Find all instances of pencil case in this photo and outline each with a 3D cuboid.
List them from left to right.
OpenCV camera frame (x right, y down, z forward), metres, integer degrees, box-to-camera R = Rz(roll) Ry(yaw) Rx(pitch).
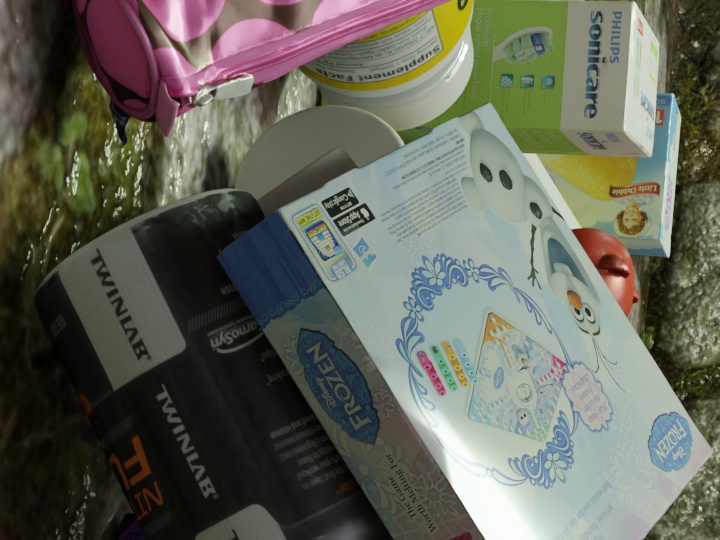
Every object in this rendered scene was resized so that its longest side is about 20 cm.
[{"bbox_3d":[-0.028,-0.131,0.761,0.200,0.094,0.091,-27,148,-23],"label":"pencil case"}]

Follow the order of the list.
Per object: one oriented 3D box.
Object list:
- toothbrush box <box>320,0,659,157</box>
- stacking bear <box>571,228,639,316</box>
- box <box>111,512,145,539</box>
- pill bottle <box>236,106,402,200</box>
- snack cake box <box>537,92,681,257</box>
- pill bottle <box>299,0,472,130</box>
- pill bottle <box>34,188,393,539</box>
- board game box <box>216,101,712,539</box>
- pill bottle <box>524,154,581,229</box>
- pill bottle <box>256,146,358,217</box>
[{"bbox_3d":[0.089,-0.125,1.145,0.146,0.199,0.086,10,85,-73],"label":"toothbrush box"},{"bbox_3d":[0.083,0.007,1.157,0.122,0.199,0.114,63,35,-61],"label":"stacking bear"},{"bbox_3d":[-0.063,0.230,0.838,0.106,0.122,0.201,-65,153,-52],"label":"box"},{"bbox_3d":[0.000,0.000,0.993,0.200,0.114,0.115,67,31,-58],"label":"pill bottle"},{"bbox_3d":[0.143,-0.078,1.347,0.067,0.199,0.116,36,59,-71],"label":"snack cake box"},{"bbox_3d":[0.000,-0.168,0.949,0.200,0.114,0.115,65,33,-61],"label":"pill bottle"},{"bbox_3d":[-0.049,0.075,0.725,0.201,0.106,0.106,63,13,8],"label":"pill bottle"},{"bbox_3d":[0.055,0.040,0.750,0.199,0.043,0.200,57,34,2],"label":"board game box"},{"bbox_3d":[0.102,-0.027,1.261,0.200,0.104,0.104,60,11,12],"label":"pill bottle"},{"bbox_3d":[0.009,0.049,0.827,0.200,0.114,0.114,56,21,-2],"label":"pill bottle"}]
